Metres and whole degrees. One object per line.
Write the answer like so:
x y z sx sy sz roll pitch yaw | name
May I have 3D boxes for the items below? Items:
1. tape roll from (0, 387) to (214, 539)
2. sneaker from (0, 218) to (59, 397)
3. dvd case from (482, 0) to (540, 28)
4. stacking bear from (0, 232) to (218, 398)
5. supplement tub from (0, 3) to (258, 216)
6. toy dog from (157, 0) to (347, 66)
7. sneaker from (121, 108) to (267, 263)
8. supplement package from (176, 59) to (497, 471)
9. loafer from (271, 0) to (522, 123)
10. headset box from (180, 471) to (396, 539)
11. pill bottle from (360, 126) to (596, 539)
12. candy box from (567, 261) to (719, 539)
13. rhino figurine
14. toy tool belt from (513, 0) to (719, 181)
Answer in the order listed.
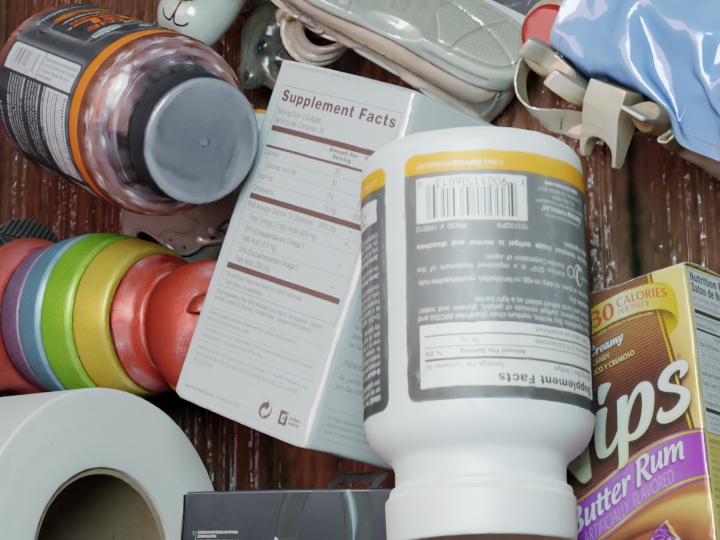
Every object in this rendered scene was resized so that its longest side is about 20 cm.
-0.196 0.174 1.313 0.139 0.202 0.204 -8 72 40 | tape roll
-0.253 0.066 1.504 0.093 0.070 0.201 -3 76 60 | sneaker
0.131 -0.200 1.256 0.200 0.025 0.151 32 100 44 | dvd case
-0.138 0.034 1.349 0.199 0.121 0.115 0 73 40 | stacking bear
-0.134 -0.092 1.295 0.200 0.107 0.108 24 94 56 | supplement tub
-0.052 -0.229 1.337 0.131 0.096 0.201 8 64 16 | toy dog
-0.078 -0.046 1.375 0.199 0.075 0.093 -7 80 49 | sneaker
0.000 0.000 1.249 0.117 0.117 0.201 17 88 46 | supplement package
0.001 -0.147 1.267 0.072 0.199 0.063 -56 -6 -40 | loafer
-0.013 0.208 1.204 0.173 0.092 0.202 -7 75 42 | headset box
0.058 0.038 1.110 0.116 0.116 0.201 -13 71 39 | pill bottle
0.142 0.109 1.130 0.116 0.056 0.201 -21 62 38 | candy box
-0.073 -0.190 1.412 0.087 0.060 0.201 -31 59 12 | rhino figurine
0.148 -0.110 1.123 0.199 0.123 0.126 20 93 32 | toy tool belt
